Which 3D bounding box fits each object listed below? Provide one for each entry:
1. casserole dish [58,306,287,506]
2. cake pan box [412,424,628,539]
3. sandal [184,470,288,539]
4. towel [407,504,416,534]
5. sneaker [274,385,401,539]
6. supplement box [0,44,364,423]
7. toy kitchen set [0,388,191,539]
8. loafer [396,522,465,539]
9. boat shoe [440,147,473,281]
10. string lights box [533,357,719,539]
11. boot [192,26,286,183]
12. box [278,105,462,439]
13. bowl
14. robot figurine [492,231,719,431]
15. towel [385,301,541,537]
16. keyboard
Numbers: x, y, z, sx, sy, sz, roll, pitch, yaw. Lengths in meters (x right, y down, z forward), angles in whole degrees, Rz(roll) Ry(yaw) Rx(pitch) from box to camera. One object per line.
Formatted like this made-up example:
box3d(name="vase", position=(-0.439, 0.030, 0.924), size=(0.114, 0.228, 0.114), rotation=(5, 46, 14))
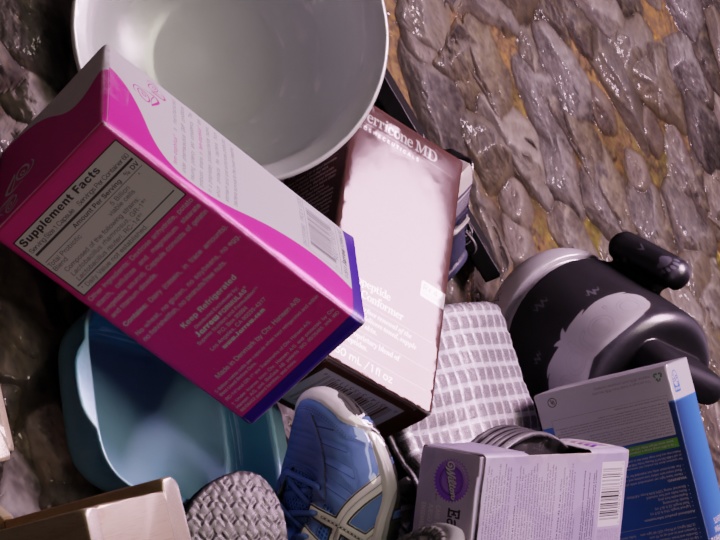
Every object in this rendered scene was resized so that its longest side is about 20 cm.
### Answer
box3d(name="casserole dish", position=(-0.116, 0.088, 1.396), size=(0.200, 0.039, 0.121), rotation=(19, 55, -53))
box3d(name="cake pan box", position=(0.095, 0.198, 1.446), size=(0.184, 0.052, 0.201), rotation=(2, 95, -57))
box3d(name="sandal", position=(-0.088, 0.214, 1.351), size=(0.075, 0.045, 0.201), rotation=(13, 74, -27))
box3d(name="towel", position=(0.060, 0.249, 1.484), size=(0.148, 0.049, 0.201), rotation=(20, 80, -61))
box3d(name="sneaker", position=(-0.027, 0.170, 1.402), size=(0.077, 0.076, 0.201), rotation=(-9, 103, -45))
box3d(name="supplement box", position=(-0.105, -0.020, 1.360), size=(0.200, 0.103, 0.101), rotation=(40, 20, -24))
box3d(name="toy kitchen set", position=(-0.175, 0.067, 1.163), size=(0.163, 0.180, 0.201), rotation=(-5, 80, -61))
box3d(name="loafer", position=(0.012, 0.235, 1.360), size=(0.070, 0.200, 0.075), rotation=(32, 14, -12))
box3d(name="boat shoe", position=(0.015, -0.006, 1.645), size=(0.200, 0.075, 0.093), rotation=(-35, 133, -40))
box3d(name="string lights box", position=(0.200, 0.171, 1.648), size=(0.059, 0.103, 0.201), rotation=(-11, 87, -67))
box3d(name="boot", position=(-0.046, -0.127, 1.626), size=(0.200, 0.072, 0.145), rotation=(-14, 82, -57))
box3d(name="box", position=(0.000, 0.000, 1.500), size=(0.100, 0.075, 0.200), rotation=(29, 50, -30))
box3d(name="bowl", position=(-0.088, -0.143, 1.498), size=(0.090, 0.201, 0.202), rotation=(137, -64, -75))
box3d(name="robot figurine", position=(0.184, 0.062, 1.768), size=(0.150, 0.200, 0.125), rotation=(-31, 128, -19))
box3d(name="towel", position=(0.057, 0.107, 1.625), size=(0.200, 0.085, 0.166), rotation=(-1, 72, -59))
box3d(name="keyboard", position=(0.043, -0.076, 1.790), size=(0.200, 0.040, 0.104), rotation=(58, 8, -16))
